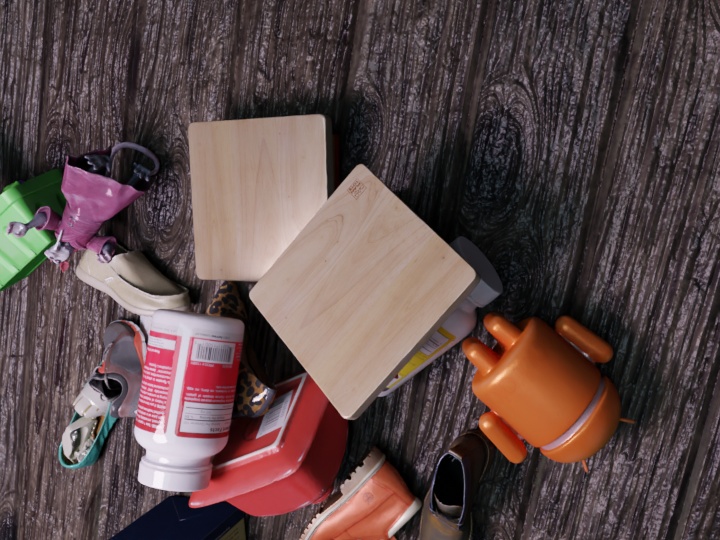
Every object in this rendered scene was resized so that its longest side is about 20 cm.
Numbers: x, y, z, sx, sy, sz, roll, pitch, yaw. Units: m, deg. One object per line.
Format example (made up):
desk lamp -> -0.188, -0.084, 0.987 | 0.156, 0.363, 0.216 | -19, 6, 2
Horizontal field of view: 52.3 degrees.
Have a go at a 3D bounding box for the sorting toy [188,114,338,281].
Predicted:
sorting toy -> -0.116, -0.091, 0.948 | 0.197, 0.069, 0.203 | 2, 98, 24

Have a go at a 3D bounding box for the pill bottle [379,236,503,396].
pill bottle -> 0.069, 0.053, 0.877 | 0.200, 0.111, 0.112 | -40, 82, 22

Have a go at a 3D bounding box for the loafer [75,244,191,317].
loafer -> -0.327, 0.008, 1.053 | 0.198, 0.076, 0.069 | 21, 111, 19

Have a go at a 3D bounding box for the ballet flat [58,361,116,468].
ballet flat -> -0.411, 0.224, 1.122 | 0.067, 0.070, 0.202 | 30, 107, 16

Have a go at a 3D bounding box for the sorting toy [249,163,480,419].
sorting toy -> 0.008, 0.025, 0.807 | 0.200, 0.069, 0.199 | -48, 59, 8

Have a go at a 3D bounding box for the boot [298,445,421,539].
boot -> -0.007, 0.339, 0.974 | 0.107, 0.075, 0.200 | 42, 111, 4

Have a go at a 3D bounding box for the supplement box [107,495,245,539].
supplement box -> -0.261, 0.457, 1.024 | 0.133, 0.200, 0.202 | -1, 99, 23

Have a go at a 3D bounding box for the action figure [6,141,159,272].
action figure -> -0.385, -0.085, 1.015 | 0.133, 0.150, 0.200 | 32, 119, -19

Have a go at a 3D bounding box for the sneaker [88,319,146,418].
sneaker -> -0.345, 0.135, 1.037 | 0.200, 0.081, 0.078 | 43, 126, 47

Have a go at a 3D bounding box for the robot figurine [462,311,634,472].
robot figurine -> 0.205, 0.134, 0.823 | 0.200, 0.144, 0.117 | 40, 144, 1

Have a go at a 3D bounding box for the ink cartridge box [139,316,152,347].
ink cartridge box -> -0.269, 0.153, 1.038 | 0.200, 0.056, 0.165 | 32, 117, 59

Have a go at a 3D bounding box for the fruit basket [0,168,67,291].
fruit basket -> -0.550, -0.088, 1.085 | 0.213, 0.156, 0.218 | 5, 112, 12

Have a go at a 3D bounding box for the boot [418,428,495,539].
boot -> 0.099, 0.293, 0.892 | 0.074, 0.097, 0.202 | 18, 94, 26

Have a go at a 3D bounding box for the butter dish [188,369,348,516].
butter dish -> -0.089, 0.242, 0.950 | 0.198, 0.201, 0.148 | -27, 113, 30

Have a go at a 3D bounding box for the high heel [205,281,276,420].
high heel -> -0.147, 0.094, 0.960 | 0.142, 0.071, 0.202 | -22, 63, 47

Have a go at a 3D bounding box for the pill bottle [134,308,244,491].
pill bottle -> -0.207, 0.152, 0.877 | 0.111, 0.112, 0.203 | 7, 85, 21
